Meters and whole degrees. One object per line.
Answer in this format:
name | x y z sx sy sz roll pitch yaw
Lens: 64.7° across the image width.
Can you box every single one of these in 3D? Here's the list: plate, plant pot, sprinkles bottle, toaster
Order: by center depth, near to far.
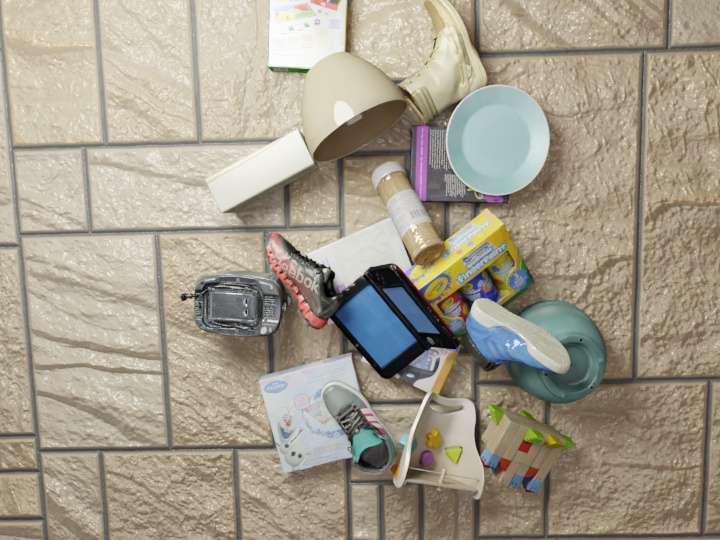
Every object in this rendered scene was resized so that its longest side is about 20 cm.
plant pot | -0.029 -0.308 1.026 0.197 0.200 0.136 -28 86 4
sprinkles bottle | 0.086 -0.108 1.055 0.067 0.068 0.203 -27 62 4
plate | 0.257 -0.244 1.073 0.195 0.026 0.205 0 95 1
plant pot | 0.388 0.170 1.096 0.195 0.134 0.205 0 97 1
toaster | -0.234 0.060 1.098 0.195 0.129 0.117 2 96 1

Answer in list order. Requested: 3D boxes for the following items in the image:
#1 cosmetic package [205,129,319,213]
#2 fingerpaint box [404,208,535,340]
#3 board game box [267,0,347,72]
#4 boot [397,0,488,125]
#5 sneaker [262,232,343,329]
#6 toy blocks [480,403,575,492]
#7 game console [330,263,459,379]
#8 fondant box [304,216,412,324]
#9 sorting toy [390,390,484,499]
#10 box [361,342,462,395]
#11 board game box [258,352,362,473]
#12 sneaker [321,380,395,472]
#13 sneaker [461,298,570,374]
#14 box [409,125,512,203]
cosmetic package | -0.183 -0.185 1.083 0.197 0.104 0.074 -28 95 3
fingerpaint box | 0.209 0.015 1.078 0.199 0.074 0.168 -37 123 4
board game box | -0.097 -0.483 1.078 0.149 0.040 0.205 3 97 1
boot | 0.132 -0.396 1.067 0.154 0.073 0.202 -30 100 1
sneaker | -0.102 0.004 1.059 0.097 0.071 0.202 -36 86 21
toy blocks | 0.312 0.365 1.137 0.197 0.100 0.139 23 102 -21
game console | 0.056 0.103 1.056 0.119 0.172 0.201 -45 103 -18
fondant box | 0.000 0.000 1.123 0.196 0.058 0.147 -23 96 5
sorting toy | 0.157 0.338 1.131 0.197 0.106 0.184 18 87 -26
box | 0.092 0.157 1.148 0.197 0.041 0.121 24 97 -4
board game box | -0.088 0.291 1.164 0.195 0.043 0.204 -14 98 2
sneaker | -0.004 0.307 1.083 0.083 0.121 0.200 -42 96 4
sneaker | 0.275 0.148 1.039 0.198 0.076 0.113 31 126 19
box | 0.193 -0.205 1.107 0.195 0.036 0.147 2 96 2
